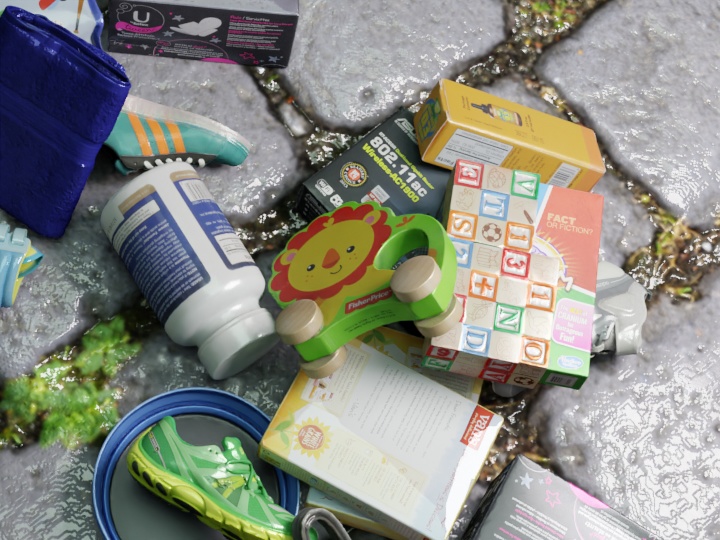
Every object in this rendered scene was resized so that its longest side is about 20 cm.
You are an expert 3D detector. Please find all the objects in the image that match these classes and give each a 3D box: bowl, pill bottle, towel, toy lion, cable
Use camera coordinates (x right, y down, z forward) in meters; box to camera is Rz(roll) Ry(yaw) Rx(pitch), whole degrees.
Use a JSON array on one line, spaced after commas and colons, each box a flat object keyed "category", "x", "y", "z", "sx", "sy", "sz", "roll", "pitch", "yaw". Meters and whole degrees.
[{"category": "bowl", "x": -0.157, "y": 0.214, "z": 1.617, "sx": 0.198, "sy": 0.039, "sz": 0.203, "roll": 4, "pitch": 67, "yaw": -9}, {"category": "pill bottle", "x": -0.163, "y": 0.002, "z": 1.664, "sx": 0.110, "sy": 0.111, "sz": 0.201, "roll": -28, "pitch": 75, "yaw": -20}, {"category": "towel", "x": -0.317, "y": -0.147, "z": 1.667, "sx": 0.147, "sy": 0.201, "sz": 0.050, "roll": 33, "pitch": 29, "yaw": 6}, {"category": "toy lion", "x": 0.000, "y": 0.000, "z": 1.615, "sx": 0.198, "sy": 0.069, "sz": 0.193, "roll": -20, "pitch": 37, "yaw": 22}, {"category": "cable", "x": 0.010, "y": 0.290, "z": 1.565, "sx": 0.097, "sy": 0.050, "sz": 0.201, "roll": -41, "pitch": 120, "yaw": -32}]

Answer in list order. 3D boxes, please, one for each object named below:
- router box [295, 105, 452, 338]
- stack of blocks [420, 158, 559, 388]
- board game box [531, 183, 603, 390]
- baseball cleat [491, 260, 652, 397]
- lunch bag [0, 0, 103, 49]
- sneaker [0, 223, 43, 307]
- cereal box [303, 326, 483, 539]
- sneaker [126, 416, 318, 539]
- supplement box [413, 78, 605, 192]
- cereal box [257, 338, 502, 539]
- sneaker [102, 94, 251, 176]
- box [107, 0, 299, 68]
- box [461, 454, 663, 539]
[{"category": "router box", "x": 0.053, "y": -0.051, "z": 1.753, "sx": 0.150, "sy": 0.062, "sz": 0.200, "roll": -39, "pitch": 79, "yaw": -23}, {"category": "stack of blocks", "x": 0.131, "y": 0.002, "z": 1.632, "sx": 0.114, "sy": 0.059, "sz": 0.202, "roll": 11, "pitch": 66, "yaw": -4}, {"category": "board game box", "x": 0.160, "y": 0.007, "z": 1.689, "sx": 0.151, "sy": 0.040, "sz": 0.202, "roll": 10, "pitch": 66, "yaw": -4}, {"category": "baseball cleat", "x": 0.223, "y": 0.070, "z": 1.721, "sx": 0.106, "sy": 0.070, "sz": 0.200, "roll": 33, "pitch": 64, "yaw": 27}, {"category": "lunch bag", "x": -0.368, "y": -0.282, "z": 1.744, "sx": 0.168, "sy": 0.124, "sz": 0.201, "roll": -14, "pitch": 59, "yaw": -16}, {"category": "sneaker", "x": -0.382, "y": -0.048, "z": 1.666, "sx": 0.129, "sy": 0.080, "sz": 0.202, "roll": -5, "pitch": 78, "yaw": -10}, {"category": "cereal box", "x": 0.036, "y": 0.163, "z": 1.674, "sx": 0.142, "sy": 0.040, "sz": 0.202, "roll": 17, "pitch": 66, "yaw": -2}, {"category": "sneaker", "x": -0.120, "y": 0.200, "z": 1.567, "sx": 0.199, "sy": 0.074, "sz": 0.084, "roll": 31, "pitch": 70, "yaw": 3}, {"category": "supplement box", "x": 0.156, "y": -0.132, "z": 1.764, "sx": 0.198, "sy": 0.069, "sz": 0.067, "roll": 18, "pitch": 42, "yaw": -26}, {"category": "cereal box", "x": 0.020, "y": 0.160, "z": 1.619, "sx": 0.199, "sy": 0.040, "sz": 0.145, "roll": 29, "pitch": 64, "yaw": 4}, {"category": "sneaker", "x": -0.215, "y": -0.129, "z": 1.740, "sx": 0.198, "sy": 0.071, "sz": 0.081, "roll": 15, "pitch": 84, "yaw": -9}, {"category": "box", "x": -0.165, "y": -0.307, "z": 1.792, "sx": 0.197, "sy": 0.115, "sz": 0.134, "roll": 5, "pitch": 67, "yaw": -9}, {"category": "box", "x": 0.195, "y": 0.286, "z": 1.593, "sx": 0.199, "sy": 0.132, "sz": 0.115, "roll": 31, "pitch": 69, "yaw": 4}]
